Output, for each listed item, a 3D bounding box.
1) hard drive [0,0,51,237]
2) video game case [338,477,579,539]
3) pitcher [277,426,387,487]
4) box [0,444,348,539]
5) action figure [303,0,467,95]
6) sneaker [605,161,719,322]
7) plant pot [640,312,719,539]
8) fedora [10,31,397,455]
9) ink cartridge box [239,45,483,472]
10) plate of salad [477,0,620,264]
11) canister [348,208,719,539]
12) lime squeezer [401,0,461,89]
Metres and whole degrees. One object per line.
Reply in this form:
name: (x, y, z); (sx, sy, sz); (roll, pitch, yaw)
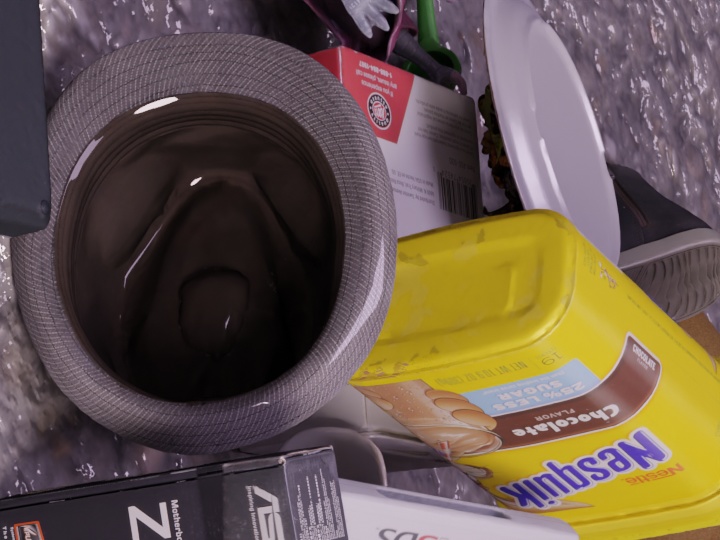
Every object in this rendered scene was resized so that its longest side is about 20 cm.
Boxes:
hard drive: (-0.205, -0.096, 1.226); (0.200, 0.033, 0.140); (13, 69, -58)
video game case: (-0.003, 0.195, 1.334); (0.182, 0.022, 0.200); (14, 106, -43)
pitcher: (0.010, 0.193, 1.435); (0.200, 0.121, 0.172); (40, 78, -45)
box: (-0.071, 0.185, 1.235); (0.049, 0.161, 0.201); (-5, 86, -60)
action figure: (0.005, -0.171, 1.580); (0.200, 0.149, 0.134); (-29, 140, -76)
sneaker: (0.108, -0.001, 1.682); (0.200, 0.106, 0.075); (-12, 125, -25)
plant pot: (0.184, 0.125, 1.699); (0.186, 0.186, 0.200); (30, 43, -53)
fedora: (-0.070, -0.002, 1.336); (0.090, 0.176, 0.200); (84, -2, -68)
ink cartridge box: (0.000, 0.000, 1.495); (0.147, 0.083, 0.201); (16, 66, -57)
plate of salad: (0.095, -0.063, 1.560); (0.200, 0.048, 0.201); (-16, 90, -73)
canister: (0.093, 0.055, 1.406); (0.200, 0.148, 0.087); (40, 48, -45)
lime squeezer: (0.051, -0.096, 1.661); (0.071, 0.038, 0.201); (-11, 89, -60)
